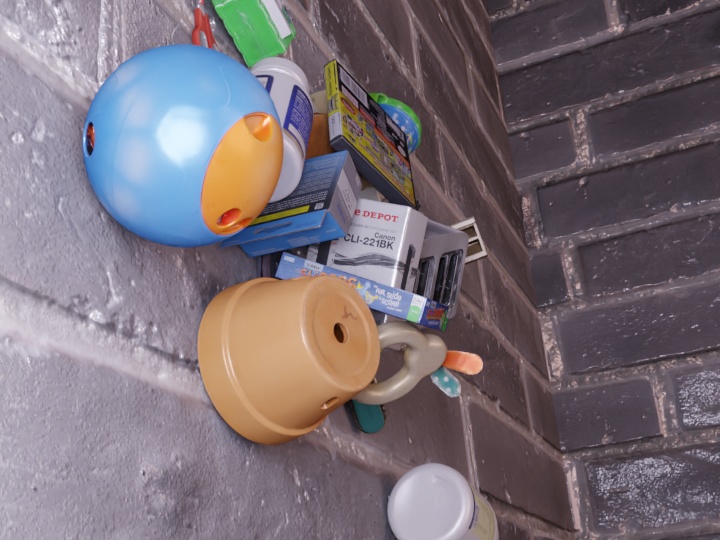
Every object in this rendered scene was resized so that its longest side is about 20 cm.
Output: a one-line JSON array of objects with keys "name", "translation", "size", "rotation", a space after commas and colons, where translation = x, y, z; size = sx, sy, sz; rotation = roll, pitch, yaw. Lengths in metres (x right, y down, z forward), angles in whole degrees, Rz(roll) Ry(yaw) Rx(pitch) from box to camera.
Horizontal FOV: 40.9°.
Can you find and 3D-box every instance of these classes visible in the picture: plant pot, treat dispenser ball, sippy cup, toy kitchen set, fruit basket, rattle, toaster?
[{"name": "plant pot", "translation": [-0.072, 0.092, 1.134], "size": [0.199, 0.139, 0.201], "rotation": [27, 52, -41]}, {"name": "treat dispenser ball", "translation": [-0.176, -0.124, 0.971], "size": [0.201, 0.199, 0.202], "rotation": [-14, 90, -71]}, {"name": "sippy cup", "translation": [0.034, -0.224, 1.766], "size": [0.178, 0.139, 0.131], "rotation": [39, 46, -22]}, {"name": "toy kitchen set", "translation": [0.122, -0.079, 1.788], "size": [0.200, 0.179, 0.164], "rotation": [22, 48, -80]}, {"name": "fruit basket", "translation": [-0.152, -0.398, 1.395], "size": [0.201, 0.093, 0.186], "rotation": [-88, 156, -46]}, {"name": "rattle", "translation": [0.045, 0.102, 1.296], "size": [0.199, 0.143, 0.131], "rotation": [-6, 109, -30]}, {"name": "toaster", "translation": [0.069, 0.004, 1.515], "size": [0.180, 0.118, 0.202], "rotation": [-13, 117, -52]}]

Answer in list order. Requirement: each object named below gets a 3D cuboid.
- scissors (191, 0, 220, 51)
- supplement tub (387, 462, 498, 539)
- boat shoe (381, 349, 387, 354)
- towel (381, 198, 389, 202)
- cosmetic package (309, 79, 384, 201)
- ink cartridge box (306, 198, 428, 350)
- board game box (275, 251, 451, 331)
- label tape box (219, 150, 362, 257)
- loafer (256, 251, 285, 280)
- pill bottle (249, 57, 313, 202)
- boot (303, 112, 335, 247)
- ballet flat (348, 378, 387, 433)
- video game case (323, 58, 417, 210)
[{"name": "scissors", "translation": [-0.216, -0.352, 1.297], "size": [0.073, 0.014, 0.202], "rotation": [-10, 87, -70]}, {"name": "supplement tub", "translation": [0.143, 0.416, 1.597], "size": [0.200, 0.144, 0.146], "rotation": [51, 32, -52]}, {"name": "boat shoe", "translation": [0.032, 0.073, 1.654], "size": [0.062, 0.072, 0.200], "rotation": [54, 16, -20]}, {"name": "towel", "translation": [0.024, -0.012, 1.579], "size": [0.201, 0.034, 0.133], "rotation": [-56, 143, -19]}, {"name": "cosmetic package", "translation": [-0.032, -0.201, 1.585], "size": [0.071, 0.105, 0.201], "rotation": [-44, 117, -68]}, {"name": "ink cartridge box", "translation": [0.000, 0.000, 1.375], "size": [0.084, 0.143, 0.202], "rotation": [23, 79, -67]}, {"name": "board game box", "translation": [0.007, 0.029, 1.239], "size": [0.035, 0.199, 0.135], "rotation": [-72, 161, -2]}, {"name": "label tape box", "translation": [-0.087, -0.073, 1.278], "size": [0.201, 0.143, 0.064], "rotation": [-75, 148, -54]}, {"name": "loafer", "translation": [-0.093, 0.055, 1.295], "size": [0.072, 0.063, 0.202], "rotation": [27, 52, -63]}, {"name": "pill bottle", "translation": [-0.125, -0.195, 1.289], "size": [0.201, 0.119, 0.120], "rotation": [-82, 152, -48]}, {"name": "boot", "translation": [-0.056, -0.139, 1.473], "size": [0.188, 0.068, 0.202], "rotation": [-5, 98, -59]}, {"name": "ballet flat", "translation": [-0.008, 0.157, 1.489], "size": [0.075, 0.067, 0.201], "rotation": [-114, -173, -64]}, {"name": "video game case", "translation": [0.016, -0.202, 1.484], "size": [0.200, 0.025, 0.182], "rotation": [40, 32, -40]}]
